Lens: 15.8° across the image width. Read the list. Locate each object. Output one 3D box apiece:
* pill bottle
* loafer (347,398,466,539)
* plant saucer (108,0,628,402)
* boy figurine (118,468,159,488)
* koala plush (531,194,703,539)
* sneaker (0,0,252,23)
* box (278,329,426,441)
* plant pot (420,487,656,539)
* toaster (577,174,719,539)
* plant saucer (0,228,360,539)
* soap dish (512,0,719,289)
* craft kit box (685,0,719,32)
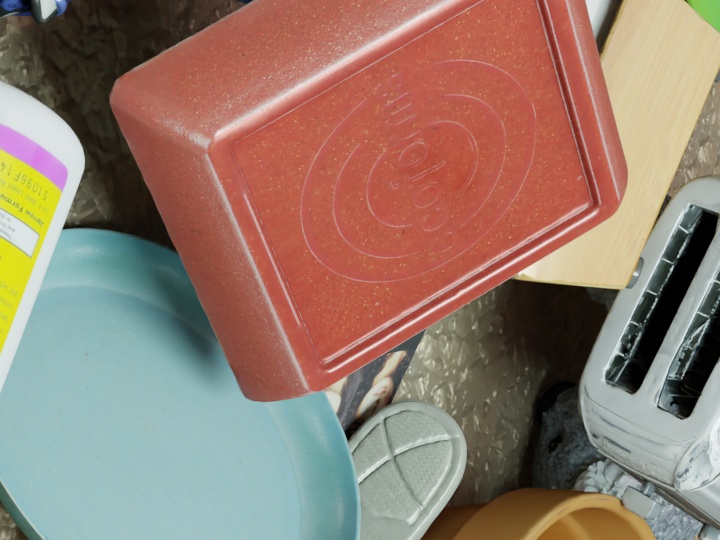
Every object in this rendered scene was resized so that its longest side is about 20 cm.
[{"bbox_3d":[-0.182,0.026,0.968,0.104,0.104,0.200,39,64,-50],"label":"pill bottle"},{"bbox_3d":[-0.023,0.147,1.214,0.200,0.072,0.063,-46,166,-10],"label":"loafer"},{"bbox_3d":[0.019,-0.046,1.060,0.200,0.037,0.200,-30,137,-9],"label":"plant saucer"},{"bbox_3d":[-0.123,0.183,1.112,0.124,0.064,0.200,25,71,-53],"label":"boy figurine"},{"bbox_3d":[0.169,0.091,1.429,0.200,0.184,0.177,-50,164,1],"label":"koala plush"},{"bbox_3d":[-0.119,-0.141,1.062,0.199,0.081,0.115,31,74,-44],"label":"sneaker"},{"bbox_3d":[0.000,0.000,1.194,0.082,0.049,0.200,-8,128,-54],"label":"box"},{"bbox_3d":[0.047,0.200,1.284,0.200,0.140,0.200,-11,104,-54],"label":"plant pot"},{"bbox_3d":[0.197,0.038,1.274,0.129,0.114,0.200,26,91,-45],"label":"toaster"},{"bbox_3d":[-0.087,0.072,1.092,0.200,0.027,0.200,28,39,-26],"label":"plant saucer"},{"bbox_3d":[0.111,-0.064,1.284,0.200,0.081,0.157,-156,-92,-88],"label":"soap dish"},{"bbox_3d":[0.127,-0.241,1.294,0.049,0.198,0.200,-22,123,-2],"label":"craft kit box"}]
